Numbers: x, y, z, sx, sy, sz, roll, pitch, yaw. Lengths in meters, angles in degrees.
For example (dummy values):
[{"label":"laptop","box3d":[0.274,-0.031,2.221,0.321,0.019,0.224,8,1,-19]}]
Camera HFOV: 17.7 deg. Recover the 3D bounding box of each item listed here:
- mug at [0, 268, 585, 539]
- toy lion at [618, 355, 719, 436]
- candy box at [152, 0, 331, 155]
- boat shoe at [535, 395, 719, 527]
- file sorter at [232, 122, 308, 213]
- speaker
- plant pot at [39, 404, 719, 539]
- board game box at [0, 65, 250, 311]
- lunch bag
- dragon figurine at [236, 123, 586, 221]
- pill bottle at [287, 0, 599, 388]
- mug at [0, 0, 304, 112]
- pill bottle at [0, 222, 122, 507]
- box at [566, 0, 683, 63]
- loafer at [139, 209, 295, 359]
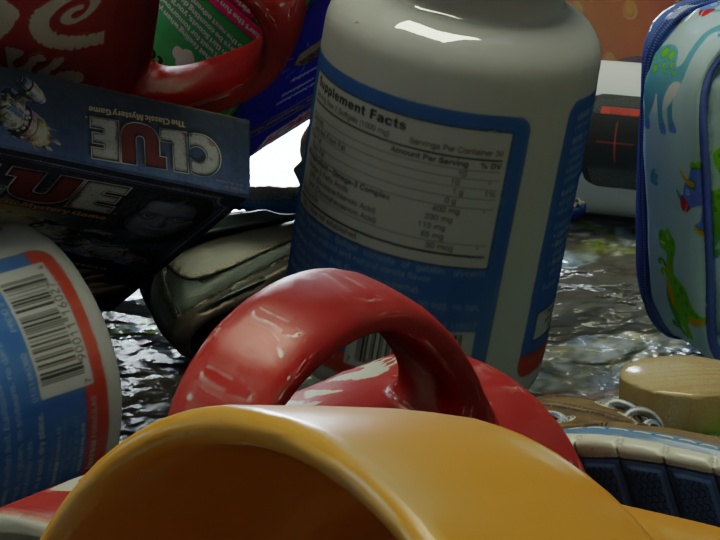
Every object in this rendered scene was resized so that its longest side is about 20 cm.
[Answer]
[{"label":"mug","box3d":[-0.010,0.089,0.636,0.177,0.134,0.200,-41,-11,34]},{"label":"toy lion","box3d":[0.210,0.076,0.779,0.191,0.069,0.200,-6,16,-29]},{"label":"candy box","box3d":[-0.019,-0.143,1.064,0.077,0.200,0.169,45,46,8]},{"label":"boat shoe","box3d":[0.068,0.072,0.752,0.199,0.073,0.072,-2,22,36]},{"label":"file sorter","box3d":[-0.047,-0.109,1.295,0.138,0.125,0.200,-7,19,-8]},{"label":"speaker","box3d":[0.182,-0.061,1.160,0.199,0.082,0.081,9,22,33]},{"label":"plant pot","box3d":[0.046,0.128,0.468,0.182,0.201,0.200,2,11,-37]},{"label":"board game box","box3d":[-0.160,-0.037,0.888,0.199,0.035,0.135,11,-25,-27]},{"label":"lunch bag","box3d":[0.217,-0.049,0.984,0.199,0.162,0.082,-11,19,-17]},{"label":"dragon figurine","box3d":[0.013,-0.029,1.135,0.199,0.100,0.059,-24,19,0]},{"label":"pill bottle","box3d":[0.035,-0.055,0.931,0.112,0.201,0.112,9,21,-3]},{"label":"mug","box3d":[-0.124,-0.105,0.906,0.133,0.200,0.178,-34,73,-21]},{"label":"pill bottle","box3d":[-0.195,0.058,0.832,0.199,0.113,0.112,-17,22,-36]},{"label":"box","box3d":[0.153,-0.141,1.297,0.106,0.153,0.199,-19,22,-40]},{"label":"loafer","box3d":[0.000,0.000,1.065,0.199,0.072,0.063,-15,38,-9]}]
